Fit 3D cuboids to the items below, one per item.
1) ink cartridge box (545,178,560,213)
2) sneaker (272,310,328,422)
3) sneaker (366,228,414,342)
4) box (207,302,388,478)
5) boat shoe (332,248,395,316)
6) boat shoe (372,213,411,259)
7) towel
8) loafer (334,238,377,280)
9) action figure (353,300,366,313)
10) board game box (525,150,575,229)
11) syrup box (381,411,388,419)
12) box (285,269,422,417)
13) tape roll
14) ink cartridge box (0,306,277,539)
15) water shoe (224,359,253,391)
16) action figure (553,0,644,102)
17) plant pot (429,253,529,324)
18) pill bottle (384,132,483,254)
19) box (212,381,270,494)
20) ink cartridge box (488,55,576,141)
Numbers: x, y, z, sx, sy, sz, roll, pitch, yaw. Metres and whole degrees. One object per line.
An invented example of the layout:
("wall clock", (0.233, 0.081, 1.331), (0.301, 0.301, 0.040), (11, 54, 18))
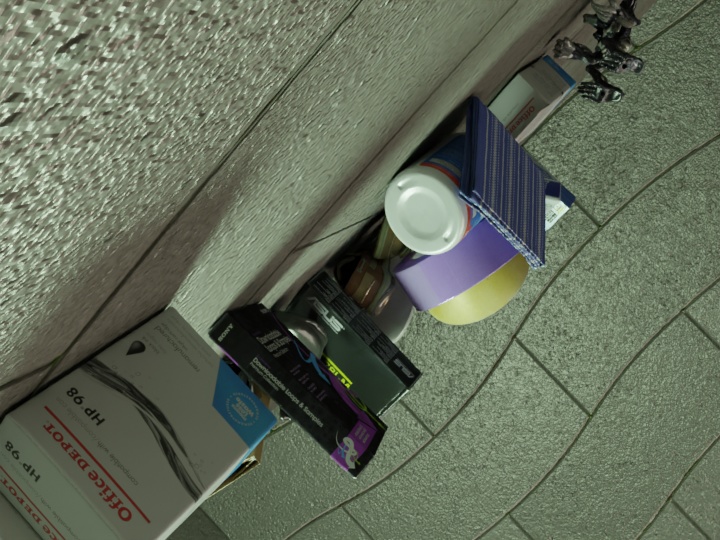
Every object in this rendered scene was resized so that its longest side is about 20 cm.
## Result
("ink cartridge box", (0.211, -0.117, 1.516), (0.200, 0.196, 0.041), (124, -24, -69))
("sneaker", (-0.085, 0.129, 1.173), (0.202, 0.075, 0.092), (80, 25, -51))
("sneaker", (0.056, 0.028, 1.394), (0.089, 0.074, 0.203), (72, 24, -63))
("box", (-0.058, 0.116, 0.923), (0.036, 0.200, 0.143), (-48, 176, 6))
("boat shoe", (0.000, 0.000, 1.297), (0.077, 0.071, 0.200), (-60, -167, 7))
("boat shoe", (0.076, -0.064, 1.319), (0.201, 0.062, 0.074), (-41, 152, -61))
("towel", (0.180, -0.106, 1.117), (0.024, 0.199, 0.147), (-12, -123, 33))
("loafer", (0.034, -0.019, 1.470), (0.200, 0.063, 0.072), (-42, 177, -41))
("action figure", (-0.038, 0.093, 1.453), (0.200, 0.117, 0.104), (147, -47, -68))
("board game box", (0.251, -0.131, 1.618), (0.043, 0.199, 0.200), (-47, 179, -43))
("syrup box", (-0.030, 0.138, 1.351), (0.080, 0.203, 0.079), (-11, -162, 38))
("box", (-0.037, 0.130, 1.266), (0.047, 0.200, 0.193), (-39, 174, -44))
("tape roll", (0.142, -0.027, 1.240), (0.198, 0.066, 0.200), (-34, -174, 4))
("ink cartridge box", (-0.155, 0.121, 0.576), (0.067, 0.116, 0.200), (-47, 176, 35))
("water shoe", (-0.214, 0.190, 1.106), (0.201, 0.071, 0.079), (-50, 159, -26))
("action figure", (0.345, -0.331, 1.283), (0.202, 0.101, 0.119), (-80, -163, -48))
("plant pot", (0.156, -0.036, 1.452), (0.198, 0.142, 0.202), (-24, -139, 22))
("pill bottle", (0.122, -0.109, 1.145), (0.200, 0.112, 0.112), (-40, 174, -49))
("box", (-0.186, 0.221, 1.168), (0.162, 0.021, 0.201), (-35, -159, 16))
("ink cartridge box", (0.239, -0.242, 1.342), (0.116, 0.068, 0.200), (-49, 175, 34))
